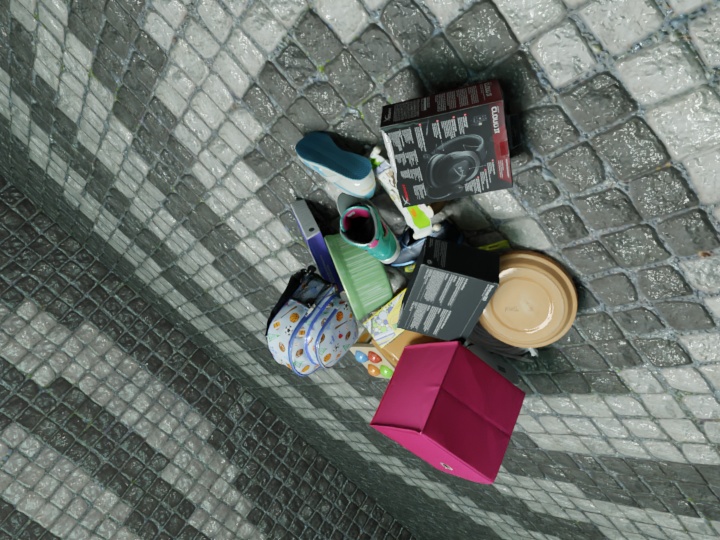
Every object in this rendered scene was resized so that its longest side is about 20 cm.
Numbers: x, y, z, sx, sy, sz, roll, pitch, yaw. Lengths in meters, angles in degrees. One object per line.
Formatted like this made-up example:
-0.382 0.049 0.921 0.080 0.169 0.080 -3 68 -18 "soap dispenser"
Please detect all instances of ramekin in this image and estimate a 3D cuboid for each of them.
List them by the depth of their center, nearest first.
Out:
0.000 0.000 1.192 0.200 0.097 0.202 158 90 -88 "ramekin"

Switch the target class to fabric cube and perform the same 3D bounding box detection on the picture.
0.176 0.285 1.096 0.199 0.201 0.196 37 156 -19 "fabric cube"

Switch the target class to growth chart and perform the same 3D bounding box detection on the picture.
0.074 -0.142 0.999 0.201 0.018 0.145 54 168 4 "growth chart"

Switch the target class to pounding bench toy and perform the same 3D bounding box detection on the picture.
0.091 0.225 1.432 0.200 0.156 0.124 49 149 -22 "pounding bench toy"

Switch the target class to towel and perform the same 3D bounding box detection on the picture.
0.185 -0.026 1.045 0.199 0.086 0.018 -15 92 43 "towel"

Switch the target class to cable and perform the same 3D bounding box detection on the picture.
0.285 0.100 1.153 0.199 0.069 0.201 9 139 40 "cable"

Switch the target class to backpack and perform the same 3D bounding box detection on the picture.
-0.104 0.130 1.152 0.153 0.190 0.201 27 151 39 "backpack"

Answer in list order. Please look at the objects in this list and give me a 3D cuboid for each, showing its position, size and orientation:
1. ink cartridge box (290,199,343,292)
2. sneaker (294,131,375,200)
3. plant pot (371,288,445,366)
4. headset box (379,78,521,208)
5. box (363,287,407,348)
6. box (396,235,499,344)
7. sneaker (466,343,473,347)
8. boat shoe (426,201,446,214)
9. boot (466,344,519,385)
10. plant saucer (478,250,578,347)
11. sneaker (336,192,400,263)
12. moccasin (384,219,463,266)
-0.095 -0.039 1.267 0.201 0.043 0.199 -115 4 -47 "ink cartridge box"
-0.053 -0.204 1.053 0.199 0.076 0.081 38 164 30 "sneaker"
0.119 0.160 1.277 0.200 0.140 0.200 41 169 10 "plant pot"
0.144 -0.192 0.820 0.198 0.078 0.150 -10 131 14 "headset box"
0.106 0.078 1.151 0.200 0.064 0.070 -41 80 20 "box"
0.160 0.042 1.002 0.140 0.079 0.201 16 140 1 "box"
0.308 0.255 1.356 0.076 0.076 0.201 -4 135 18 "sneaker"
0.108 -0.191 0.938 0.072 0.072 0.201 25 148 40 "boat shoe"
0.269 0.235 1.205 0.095 0.074 0.199 -33 134 31 "boot"
0.310 0.060 1.024 0.198 0.032 0.202 11 118 23 "plant saucer"
-0.008 -0.105 1.070 0.200 0.084 0.121 51 -170 30 "sneaker"
0.118 -0.065 1.105 0.199 0.081 0.068 -17 118 37 "moccasin"
